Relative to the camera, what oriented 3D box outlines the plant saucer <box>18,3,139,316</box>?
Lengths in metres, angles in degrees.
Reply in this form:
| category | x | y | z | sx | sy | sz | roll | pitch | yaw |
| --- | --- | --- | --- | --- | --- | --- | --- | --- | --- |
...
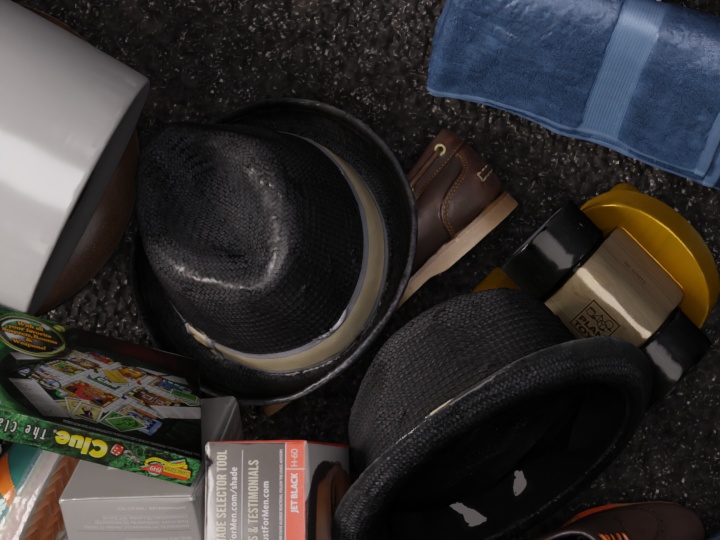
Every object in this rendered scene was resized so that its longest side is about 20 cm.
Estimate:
| category | x | y | z | sx | sy | sz | roll | pitch | yaw |
| --- | --- | --- | --- | --- | --- | --- | --- | --- | --- |
| plant saucer | -0.234 | -0.066 | 1.606 | 0.199 | 0.032 | 0.201 | 0 | 89 | 0 |

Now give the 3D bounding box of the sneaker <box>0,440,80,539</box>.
| category | x | y | z | sx | sy | sz | roll | pitch | yaw |
| --- | --- | --- | --- | --- | --- | --- | --- | --- | --- |
| sneaker | -0.214 | 0.138 | 1.549 | 0.080 | 0.071 | 0.201 | 27 | 82 | 23 |

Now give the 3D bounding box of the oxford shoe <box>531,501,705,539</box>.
| category | x | y | z | sx | sy | sz | roll | pitch | yaw |
| --- | --- | --- | --- | --- | --- | --- | --- | --- | --- |
| oxford shoe | 0.135 | 0.176 | 1.537 | 0.199 | 0.072 | 0.071 | -18 | 82 | -36 |

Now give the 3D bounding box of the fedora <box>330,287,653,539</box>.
| category | x | y | z | sx | sy | sz | roll | pitch | yaw |
| --- | --- | --- | --- | --- | --- | --- | --- | --- | --- |
| fedora | 0.060 | 0.078 | 1.465 | 0.200 | 0.201 | 0.092 | -28 | 60 | -1 |

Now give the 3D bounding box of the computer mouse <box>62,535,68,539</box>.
| category | x | y | z | sx | sy | sz | roll | pitch | yaw |
| --- | --- | --- | --- | --- | --- | --- | --- | --- | --- |
| computer mouse | -0.159 | 0.162 | 1.591 | 0.200 | 0.044 | 0.110 | -42 | 89 | -1 |

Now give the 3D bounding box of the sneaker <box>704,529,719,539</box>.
| category | x | y | z | sx | sy | sz | roll | pitch | yaw |
| --- | --- | --- | --- | --- | --- | --- | --- | --- | --- |
| sneaker | 0.258 | 0.239 | 1.569 | 0.146 | 0.081 | 0.200 | -36 | 103 | -14 |

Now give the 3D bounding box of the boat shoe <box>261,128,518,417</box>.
| category | x | y | z | sx | sy | sz | roll | pitch | yaw |
| --- | --- | --- | --- | --- | --- | --- | --- | --- | --- |
| boat shoe | 0.000 | 0.000 | 1.583 | 0.200 | 0.070 | 0.070 | -43 | 95 | -9 |

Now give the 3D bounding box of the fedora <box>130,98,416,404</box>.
| category | x | y | z | sx | sy | sz | roll | pitch | yaw |
| --- | --- | --- | --- | --- | --- | --- | --- | --- | --- |
| fedora | -0.068 | -0.026 | 1.522 | 0.200 | 0.092 | 0.202 | -12 | 63 | 24 |

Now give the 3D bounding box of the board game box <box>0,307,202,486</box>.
| category | x | y | z | sx | sy | sz | roll | pitch | yaw |
| --- | --- | --- | --- | --- | --- | --- | --- | --- | --- |
| board game box | -0.184 | 0.058 | 1.439 | 0.199 | 0.105 | 0.024 | 16 | 120 | -12 |

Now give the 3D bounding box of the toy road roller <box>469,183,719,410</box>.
| category | x | y | z | sx | sy | sz | roll | pitch | yaw |
| --- | --- | --- | --- | --- | --- | --- | --- | --- | --- |
| toy road roller | 0.129 | 0.036 | 1.571 | 0.123 | 0.146 | 0.200 | 45 | 126 | 1 |

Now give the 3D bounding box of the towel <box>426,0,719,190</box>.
| category | x | y | z | sx | sy | sz | roll | pitch | yaw |
| --- | --- | --- | --- | --- | --- | --- | --- | --- | --- |
| towel | 0.141 | -0.122 | 1.568 | 0.199 | 0.112 | 0.049 | 21 | 47 | 1 |

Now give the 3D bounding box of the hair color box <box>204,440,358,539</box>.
| category | x | y | z | sx | sy | sz | roll | pitch | yaw |
| --- | --- | --- | --- | --- | --- | --- | --- | --- | --- |
| hair color box | -0.033 | 0.149 | 1.507 | 0.061 | 0.200 | 0.102 | -1 | 85 | 14 |

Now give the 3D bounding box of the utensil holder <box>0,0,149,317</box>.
| category | x | y | z | sx | sy | sz | roll | pitch | yaw |
| --- | --- | --- | --- | --- | --- | --- | --- | --- | --- |
| utensil holder | -0.242 | -0.085 | 1.511 | 0.199 | 0.170 | 0.171 | 27 | 88 | -2 |

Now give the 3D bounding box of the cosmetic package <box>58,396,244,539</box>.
| category | x | y | z | sx | sy | sz | roll | pitch | yaw |
| --- | --- | --- | --- | --- | --- | --- | --- | --- | --- |
| cosmetic package | -0.103 | 0.184 | 1.514 | 0.090 | 0.107 | 0.201 | -4 | 119 | 15 |
